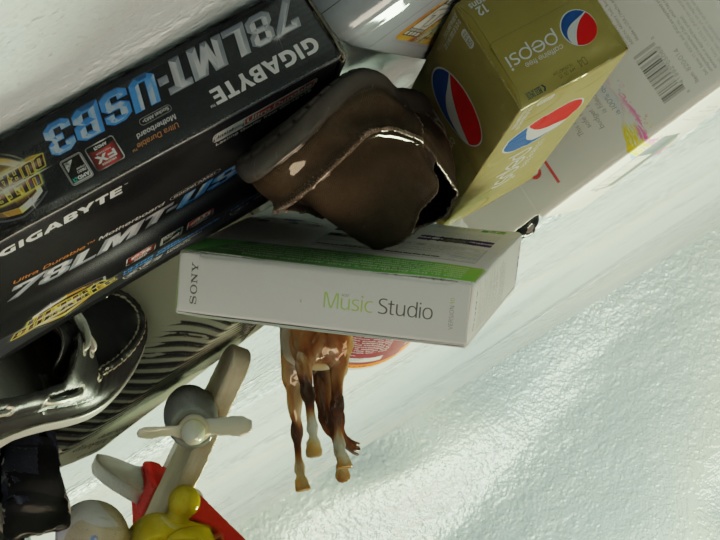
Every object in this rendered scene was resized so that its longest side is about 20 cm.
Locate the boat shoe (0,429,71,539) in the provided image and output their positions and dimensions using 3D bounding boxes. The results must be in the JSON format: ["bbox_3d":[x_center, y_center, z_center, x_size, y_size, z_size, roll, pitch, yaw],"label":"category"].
[{"bbox_3d":[-0.236,0.101,1.325,0.075,0.093,0.200,-7,-172,-36],"label":"boat shoe"}]

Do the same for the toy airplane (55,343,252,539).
[{"bbox_3d":[-0.128,0.162,1.339,0.141,0.200,0.199,15,152,-35],"label":"toy airplane"}]

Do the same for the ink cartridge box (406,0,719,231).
[{"bbox_3d":[0.129,-0.111,1.262,0.200,0.117,0.067,-36,169,25],"label":"ink cartridge box"}]

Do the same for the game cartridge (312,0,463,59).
[{"bbox_3d":[0.064,-0.156,1.072,0.133,0.042,0.200,-31,172,19],"label":"game cartridge"}]

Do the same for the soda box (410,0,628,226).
[{"bbox_3d":[0.071,-0.090,1.137,0.068,0.064,0.200,-30,170,-16],"label":"soda box"}]

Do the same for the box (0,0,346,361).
[{"bbox_3d":[-0.111,-0.041,1.051,0.200,0.050,0.199,-31,172,-16],"label":"box"}]

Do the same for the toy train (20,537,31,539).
[{"bbox_3d":[-0.311,0.194,1.389,0.200,0.085,0.114,-23,-154,-12],"label":"toy train"}]

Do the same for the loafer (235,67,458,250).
[{"bbox_3d":[0.008,-0.049,1.044,0.073,0.071,0.200,-37,172,20],"label":"loafer"}]

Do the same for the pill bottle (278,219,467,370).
[{"bbox_3d":[0.006,-0.011,1.394,0.113,0.113,0.200,-30,171,-15],"label":"pill bottle"}]

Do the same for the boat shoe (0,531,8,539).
[{"bbox_3d":[-0.222,0.159,1.174,0.066,0.201,0.072,8,131,-32],"label":"boat shoe"}]

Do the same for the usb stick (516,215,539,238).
[{"bbox_3d":[0.083,-0.061,1.391,0.033,0.055,0.200,-48,-170,10],"label":"usb stick"}]

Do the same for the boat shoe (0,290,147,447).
[{"bbox_3d":[-0.184,0.049,1.216,0.200,0.074,0.060,-23,158,-48],"label":"boat shoe"}]

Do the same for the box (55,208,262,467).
[{"bbox_3d":[-0.134,0.043,1.350,0.200,0.068,0.082,-38,171,28],"label":"box"}]

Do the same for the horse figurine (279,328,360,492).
[{"bbox_3d":[-0.022,0.059,1.300,0.050,0.133,0.200,-2,166,-3],"label":"horse figurine"}]

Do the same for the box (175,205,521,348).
[{"bbox_3d":[0.000,0.000,1.113,0.144,0.036,0.200,7,-172,10],"label":"box"}]
